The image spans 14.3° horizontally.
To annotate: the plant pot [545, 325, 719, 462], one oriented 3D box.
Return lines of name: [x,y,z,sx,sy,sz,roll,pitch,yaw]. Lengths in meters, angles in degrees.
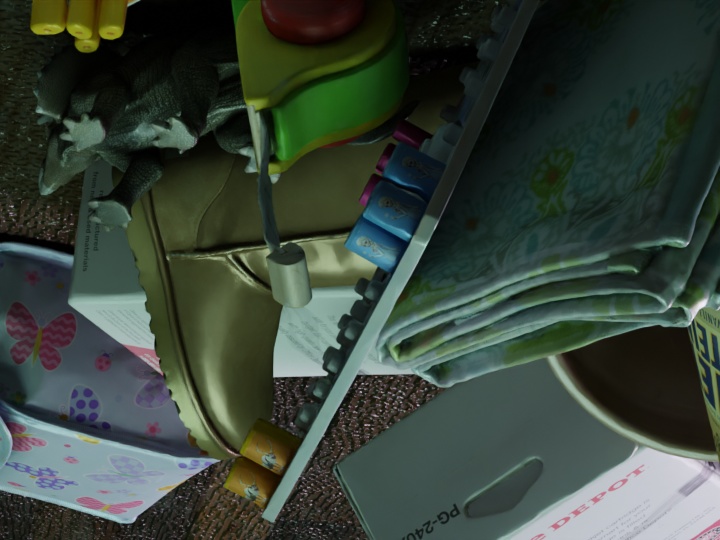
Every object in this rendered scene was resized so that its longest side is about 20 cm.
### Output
plant pot: [0.167,-0.023,1.257,0.200,0.093,0.202,-2,122,-4]

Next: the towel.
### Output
towel: [0.096,-0.052,1.085,0.048,0.201,0.171,42,146,-24]

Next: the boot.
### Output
boot: [0.000,0.000,1.317,0.199,0.066,0.176,-9,119,16]

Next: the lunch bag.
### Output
lunch bag: [-0.190,0.065,1.643,0.199,0.128,0.170,17,157,-18]

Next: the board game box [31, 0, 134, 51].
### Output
board game box: [-0.127,-0.144,1.090,0.199,0.026,0.200,17,159,-36]

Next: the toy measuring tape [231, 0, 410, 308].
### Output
toy measuring tape: [-0.010,-0.062,1.115,0.073,0.200,0.074,-4,129,-5]

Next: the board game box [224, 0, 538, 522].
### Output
board game box: [0.016,-0.031,1.093,0.026,0.200,0.200,26,141,-1]

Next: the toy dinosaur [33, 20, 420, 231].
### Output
toy dinosaur: [-0.073,-0.076,1.243,0.199,0.103,0.077,-16,127,22]

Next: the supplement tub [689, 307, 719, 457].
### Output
supplement tub: [0.206,0.029,1.144,0.144,0.145,0.201,-3,124,22]

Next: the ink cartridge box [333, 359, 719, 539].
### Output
ink cartridge box: [0.097,0.107,1.398,0.145,0.084,0.200,-35,154,11]

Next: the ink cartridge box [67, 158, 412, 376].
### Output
ink cartridge box: [-0.027,-0.003,1.448,0.199,0.085,0.146,0,163,18]
